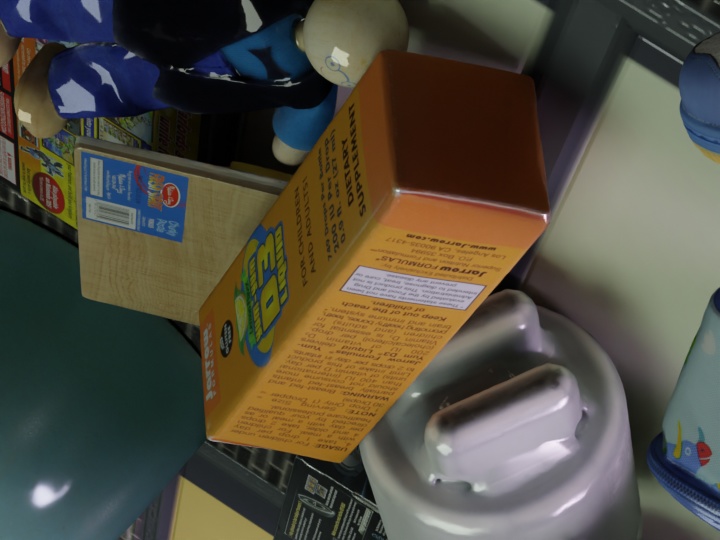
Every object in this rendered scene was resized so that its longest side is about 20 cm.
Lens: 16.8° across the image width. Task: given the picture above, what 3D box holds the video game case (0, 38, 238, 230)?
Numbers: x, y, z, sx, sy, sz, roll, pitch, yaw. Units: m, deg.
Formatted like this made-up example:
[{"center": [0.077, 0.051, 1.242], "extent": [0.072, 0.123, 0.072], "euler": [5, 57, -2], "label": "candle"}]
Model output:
[{"center": [-0.138, -0.079, 1.111], "extent": [0.180, 0.026, 0.200], "euler": [32, 155, 9], "label": "video game case"}]

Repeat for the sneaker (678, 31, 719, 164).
[{"center": [0.154, -0.085, 0.667], "extent": [0.200, 0.075, 0.088], "euler": [-14, 116, 52], "label": "sneaker"}]

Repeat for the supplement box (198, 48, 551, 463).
[{"center": [0.000, 0.000, 0.937], "extent": [0.068, 0.067, 0.200], "euler": [7, 147, -20], "label": "supplement box"}]

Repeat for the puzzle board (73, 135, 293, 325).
[{"center": [-0.050, -0.007, 1.070], "extent": [0.150, 0.017, 0.200], "euler": [14, 161, -1], "label": "puzzle board"}]

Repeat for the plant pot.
[{"center": [-0.202, 0.087, 1.344], "extent": [0.200, 0.161, 0.201], "euler": [29, 156, 15], "label": "plant pot"}]

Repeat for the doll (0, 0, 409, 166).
[{"center": [-0.061, -0.087, 0.948], "extent": [0.199, 0.049, 0.137], "euler": [-1, 136, 40], "label": "doll"}]

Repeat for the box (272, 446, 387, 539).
[{"center": [0.033, 0.158, 1.308], "extent": [0.160, 0.044, 0.200], "euler": [32, 157, 8], "label": "box"}]

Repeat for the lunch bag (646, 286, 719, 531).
[{"center": [0.204, 0.065, 0.769], "extent": [0.199, 0.161, 0.083], "euler": [26, 112, 20], "label": "lunch bag"}]

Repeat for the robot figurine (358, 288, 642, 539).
[{"center": [0.063, 0.091, 1.051], "extent": [0.200, 0.112, 0.170], "euler": [74, 175, -56], "label": "robot figurine"}]
